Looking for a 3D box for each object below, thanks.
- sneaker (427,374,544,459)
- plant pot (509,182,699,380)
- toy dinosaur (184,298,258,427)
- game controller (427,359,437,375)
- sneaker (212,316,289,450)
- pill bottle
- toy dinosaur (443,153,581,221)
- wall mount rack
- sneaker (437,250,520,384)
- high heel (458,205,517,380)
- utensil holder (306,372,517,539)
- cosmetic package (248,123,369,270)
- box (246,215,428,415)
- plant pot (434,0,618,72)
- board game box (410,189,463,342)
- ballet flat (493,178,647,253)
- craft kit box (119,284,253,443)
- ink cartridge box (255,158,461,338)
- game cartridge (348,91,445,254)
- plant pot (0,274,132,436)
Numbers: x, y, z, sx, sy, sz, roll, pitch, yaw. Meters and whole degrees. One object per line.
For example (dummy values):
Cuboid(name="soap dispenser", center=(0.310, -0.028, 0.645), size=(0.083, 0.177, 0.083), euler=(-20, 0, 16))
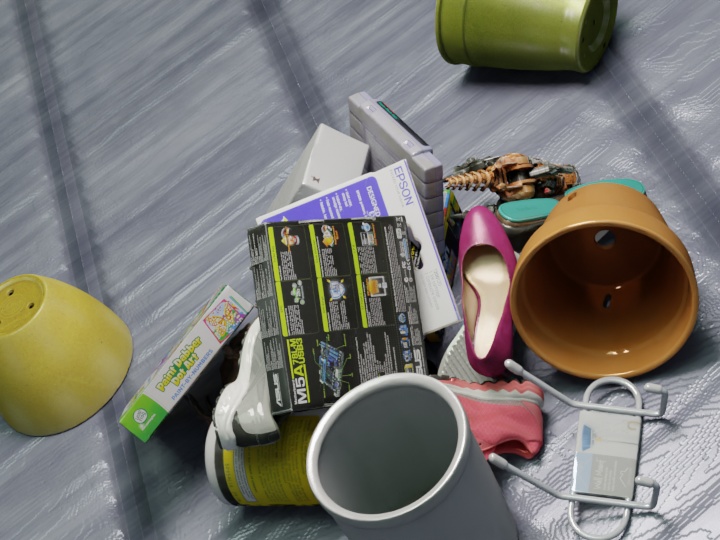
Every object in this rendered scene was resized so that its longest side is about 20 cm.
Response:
Cuboid(name="sneaker", center=(0.108, 0.163, 1.617), size=(0.197, 0.074, 0.088), euler=(1, 64, -15))
Cuboid(name="plant pot", center=(0.265, -0.002, 1.660), size=(0.198, 0.202, 0.141), euler=(-13, 29, 17))
Cuboid(name="toy dinosaur", center=(-0.145, 0.124, 1.835), size=(0.136, 0.085, 0.201), euler=(-51, 9, 36))
Cuboid(name="game controller", center=(-0.008, 0.140, 1.768), size=(0.198, 0.042, 0.105), euler=(0, 51, 27))
Cuboid(name="sneaker", center=(-0.098, 0.121, 1.669), size=(0.078, 0.075, 0.201), euler=(2, 41, 14))
Cuboid(name="pill bottle", center=(-0.062, 0.203, 1.687), size=(0.198, 0.115, 0.115), euler=(-4, 49, 25))
Cuboid(name="toy dinosaur", center=(0.174, -0.108, 1.813), size=(0.135, 0.199, 0.103), euler=(-19, 56, 46))
Cuboid(name="wall mount rack", center=(0.226, 0.172, 1.572), size=(0.171, 0.075, 0.202), euler=(6, 52, 11))
Cuboid(name="sneaker", center=(0.144, 0.079, 1.735), size=(0.073, 0.082, 0.202), euler=(22, 82, 13))
Cuboid(name="high heel", center=(0.136, 0.016, 1.655), size=(0.067, 0.096, 0.203), euler=(-14, 72, 13))
Cuboid(name="utensil holder", center=(0.059, 0.230, 1.535), size=(0.168, 0.201, 0.171), euler=(-15, 45, 16))
Cuboid(name="cosmetic package", center=(-0.065, -0.076, 1.889), size=(0.071, 0.200, 0.102), euler=(23, 53, -10))
Cuboid(name="box", center=(-0.021, 0.045, 1.642), size=(0.047, 0.191, 0.203), euler=(-16, 81, 55))
Cuboid(name="plant pot", center=(0.227, -0.344, 1.997), size=(0.191, 0.201, 0.201), euler=(20, 61, 25))
Cuboid(name="board game box", center=(0.031, 0.000, 1.864), size=(0.163, 0.057, 0.202), euler=(-7, 47, 25))
Cuboid(name="ballet flat", center=(0.241, -0.059, 1.787), size=(0.197, 0.069, 0.068), euler=(-10, 37, -17))
Cuboid(name="craft kit box", center=(-0.205, 0.105, 1.793), size=(0.198, 0.048, 0.200), euler=(-55, 5, -5))
Cuboid(name="ink cartridge box", center=(0.000, 0.000, 1.753), size=(0.198, 0.043, 0.200), euler=(-20, 83, 17))
Cuboid(name="game cartridge", center=(0.044, -0.120, 1.835), size=(0.038, 0.131, 0.200), euler=(-15, 37, -22))
Cuboid(name="plant pot", center=(-0.411, 0.088, 1.956), size=(0.198, 0.143, 0.202), euler=(-14, 46, 15))
